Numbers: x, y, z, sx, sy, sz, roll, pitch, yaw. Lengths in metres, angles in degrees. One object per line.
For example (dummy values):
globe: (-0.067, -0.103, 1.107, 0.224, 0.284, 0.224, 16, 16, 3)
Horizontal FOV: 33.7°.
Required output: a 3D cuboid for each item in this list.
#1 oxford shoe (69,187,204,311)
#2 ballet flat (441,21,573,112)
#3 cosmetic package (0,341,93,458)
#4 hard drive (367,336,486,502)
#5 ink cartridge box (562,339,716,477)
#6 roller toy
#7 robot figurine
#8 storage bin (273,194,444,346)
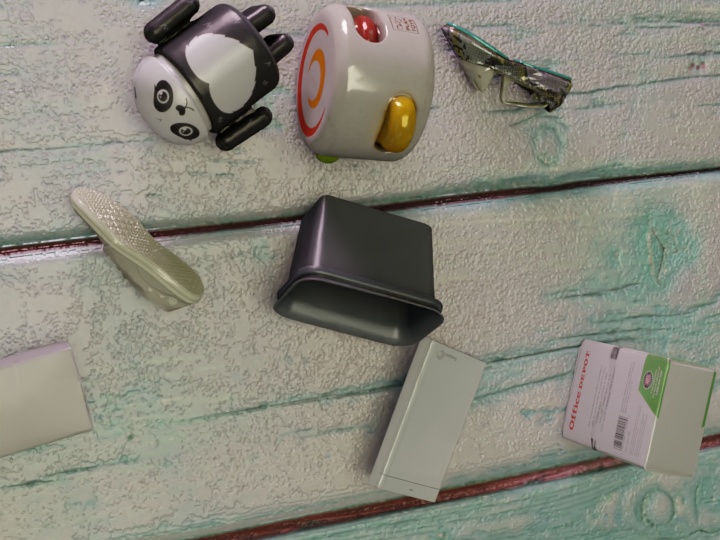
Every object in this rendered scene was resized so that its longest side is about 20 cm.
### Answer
oxford shoe: (-0.278, -0.020, 1.437, 0.200, 0.075, 0.058, 43, 116, -14)
ballet flat: (0.187, -0.261, 1.577, 0.199, 0.072, 0.072, 21, 86, -17)
cosmetic package: (-0.423, 0.160, 1.387, 0.199, 0.090, 0.107, -14, 97, -20)
hard drive: (0.090, 0.198, 1.562, 0.132, 0.027, 0.201, 25, 84, -48)
ink cartridge box: (0.368, 0.180, 1.594, 0.084, 0.200, 0.147, 13, 90, -22)
roller toy: (0.010, -0.228, 1.453, 0.139, 0.200, 0.184, 4, 86, -19)
robot figurine: (-0.177, -0.238, 1.422, 0.200, 0.125, 0.150, -38, 72, -13)
storage bin: (0.000, 0.000, 1.503, 0.199, 0.146, 0.135, 16, 61, -18)
